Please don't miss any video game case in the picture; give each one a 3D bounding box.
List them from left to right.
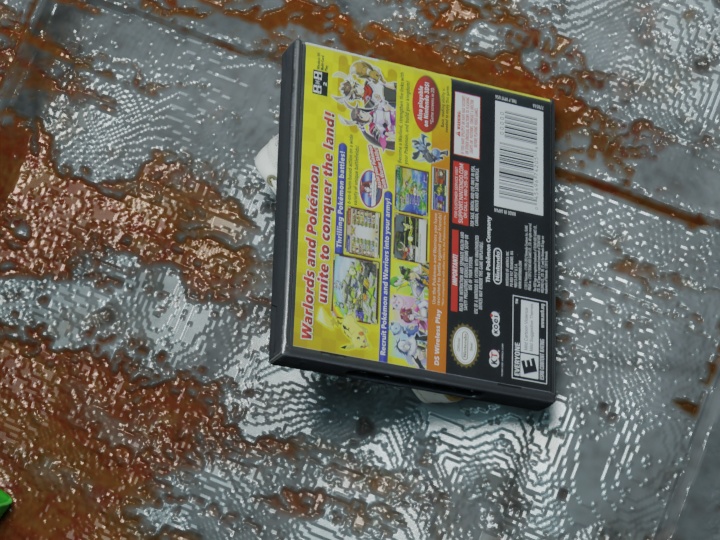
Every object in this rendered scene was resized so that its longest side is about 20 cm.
[{"bbox_3d":[0.035,-0.027,1.296,0.179,0.025,0.202,11,67,-23],"label":"video game case"}]

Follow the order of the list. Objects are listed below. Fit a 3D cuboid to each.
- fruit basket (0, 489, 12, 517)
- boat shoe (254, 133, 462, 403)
[{"bbox_3d":[-0.299,0.102,1.272,0.154,0.216,0.217,24,81,11],"label":"fruit basket"},{"bbox_3d":[0.000,0.000,1.336,0.069,0.071,0.201,-31,83,26],"label":"boat shoe"}]
